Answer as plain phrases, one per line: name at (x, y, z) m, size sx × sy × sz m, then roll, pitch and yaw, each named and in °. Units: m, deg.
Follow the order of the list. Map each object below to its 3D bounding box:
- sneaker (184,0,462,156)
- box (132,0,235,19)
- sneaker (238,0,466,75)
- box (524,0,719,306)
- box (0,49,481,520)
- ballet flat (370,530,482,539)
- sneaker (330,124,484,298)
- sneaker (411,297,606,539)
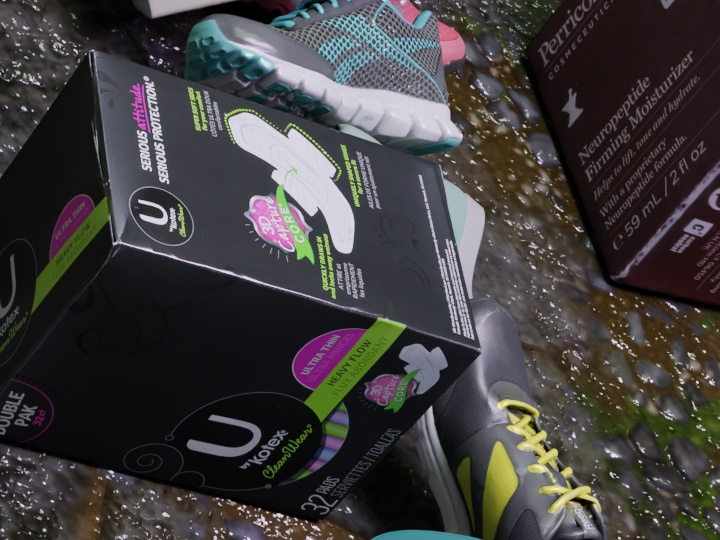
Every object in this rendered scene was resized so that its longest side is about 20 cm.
sneaker at (-0.023, -0.122, 1.566) m, size 0.200 × 0.077 × 0.092 m, roll 15°, pitch 71°, yaw -49°
box at (-0.033, -0.199, 1.564) m, size 0.199 × 0.078 × 0.095 m, roll -13°, pitch 11°, yaw -6°
sneaker at (-0.014, -0.179, 1.645) m, size 0.200 × 0.087 × 0.074 m, roll 26°, pitch 15°, yaw -20°
box at (0.231, -0.101, 1.731) m, size 0.164 × 0.166 × 0.200 m, roll 12°, pitch 43°, yaw -33°
box at (-0.071, 0.011, 1.345) m, size 0.199 × 0.149 × 0.125 m, roll 18°, pitch 42°, yaw -29°
ballet flat at (0.080, 0.169, 1.288) m, size 0.199 × 0.073 × 0.073 m, roll 7°, pitch 11°, yaw 39°
sneaker at (0.000, 0.000, 1.488) m, size 0.118 × 0.074 × 0.201 m, roll 32°, pitch 29°, yaw -15°
sneaker at (0.082, 0.109, 1.380) m, size 0.074 × 0.084 × 0.201 m, roll 5°, pitch 75°, yaw -47°
